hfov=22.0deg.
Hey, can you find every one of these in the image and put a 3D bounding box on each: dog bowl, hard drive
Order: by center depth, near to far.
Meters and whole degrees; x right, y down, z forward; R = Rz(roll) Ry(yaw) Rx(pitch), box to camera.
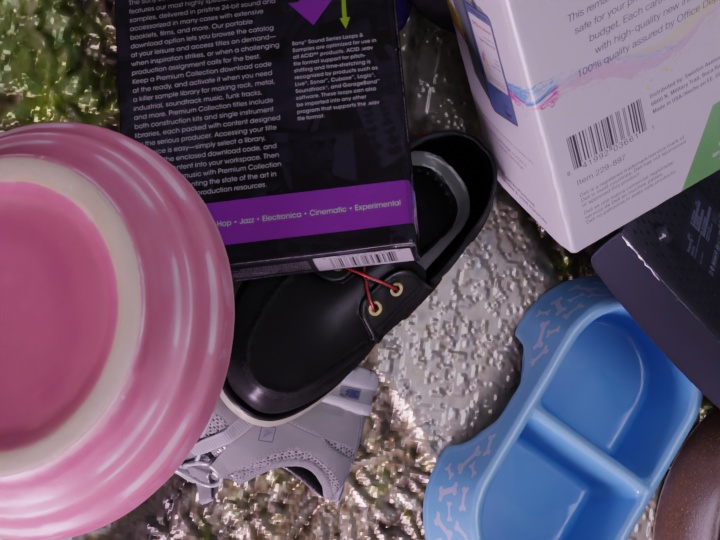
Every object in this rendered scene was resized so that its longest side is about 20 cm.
[{"bbox_3d":[0.118,0.097,1.023,0.111,0.050,0.201,35,79,-15],"label":"dog bowl"},{"bbox_3d":[0.209,0.019,1.024,0.200,0.042,0.135,43,39,-15],"label":"hard drive"}]

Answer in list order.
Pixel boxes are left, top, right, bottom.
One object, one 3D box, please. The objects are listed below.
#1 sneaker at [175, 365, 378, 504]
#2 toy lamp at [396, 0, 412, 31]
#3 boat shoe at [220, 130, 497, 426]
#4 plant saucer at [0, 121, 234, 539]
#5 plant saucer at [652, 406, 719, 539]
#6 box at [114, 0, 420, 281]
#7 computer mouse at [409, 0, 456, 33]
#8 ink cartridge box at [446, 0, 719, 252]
[{"bbox_3d":[-0.085,0.078,0.941,0.198,0.075,0.083,8,86,-19],"label":"sneaker"},{"bbox_3d":[-0.027,-0.096,0.973,0.058,0.058,0.201,31,82,-16],"label":"toy lamp"},{"bbox_3d":[-0.002,-0.002,0.940,0.074,0.063,0.201,46,55,-4],"label":"boat shoe"},{"bbox_3d":[-0.158,0.025,0.872,0.199,0.051,0.202,-4,78,20],"label":"plant saucer"},{"bbox_3d":[0.266,0.161,1.082,0.198,0.032,0.202,0,89,-19],"label":"plant saucer"},{"bbox_3d":[-0.049,-0.096,0.922,0.142,0.036,0.202,-6,75,6],"label":"box"},{"bbox_3d":[0.105,-0.181,0.990,0.199,0.053,0.140,-13,91,-34],"label":"computer mouse"},{"bbox_3d":[0.124,-0.134,0.919,0.145,0.088,0.201,-29,132,-10],"label":"ink cartridge box"}]
